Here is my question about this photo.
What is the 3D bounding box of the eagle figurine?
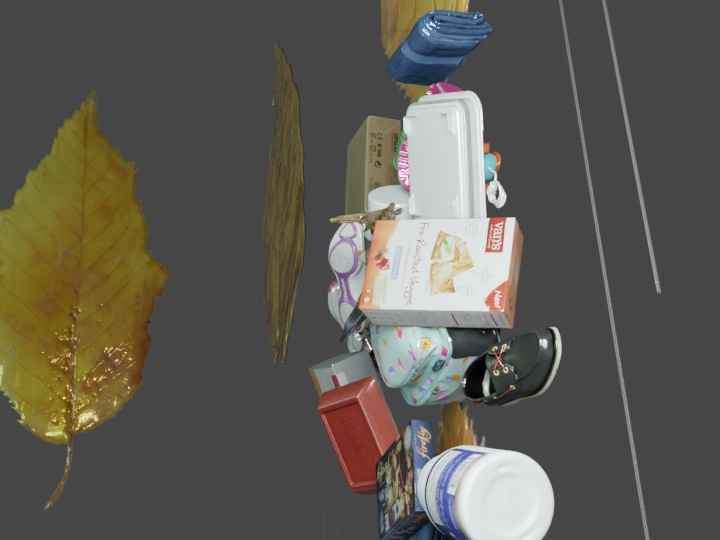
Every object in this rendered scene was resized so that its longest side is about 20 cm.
[{"bbox_3d":[0.035,0.004,1.406,0.151,0.150,0.202,-88,-6,-77],"label":"eagle figurine"}]

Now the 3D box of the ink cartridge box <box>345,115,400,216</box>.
[{"bbox_3d":[0.024,-0.184,1.863,0.165,0.074,0.202,138,135,-71],"label":"ink cartridge box"}]

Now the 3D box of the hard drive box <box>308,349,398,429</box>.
[{"bbox_3d":[-0.017,0.238,1.749,0.157,0.076,0.200,68,162,2],"label":"hard drive box"}]

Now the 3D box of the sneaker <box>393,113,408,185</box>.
[{"bbox_3d":[0.099,-0.186,1.598,0.084,0.073,0.201,116,164,-46],"label":"sneaker"}]

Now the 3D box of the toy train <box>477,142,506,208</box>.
[{"bbox_3d":[0.164,-0.102,1.365,0.200,0.055,0.151,-51,54,54],"label":"toy train"}]

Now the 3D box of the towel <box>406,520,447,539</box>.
[{"bbox_3d":[0.098,0.406,1.417,0.112,0.048,0.202,-126,43,-69],"label":"towel"}]

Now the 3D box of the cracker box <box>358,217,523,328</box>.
[{"bbox_3d":[0.107,0.002,1.224,0.058,0.198,0.135,52,-137,-56],"label":"cracker box"}]

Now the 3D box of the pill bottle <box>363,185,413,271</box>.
[{"bbox_3d":[0.062,-0.029,1.514,0.113,0.112,0.202,-118,23,-64],"label":"pill bottle"}]

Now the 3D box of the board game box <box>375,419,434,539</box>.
[{"bbox_3d":[0.066,0.326,1.406,0.200,0.034,0.137,116,156,-56],"label":"board game box"}]

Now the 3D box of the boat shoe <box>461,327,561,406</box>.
[{"bbox_3d":[0.188,0.124,1.166,0.201,0.063,0.074,128,148,-61],"label":"boat shoe"}]

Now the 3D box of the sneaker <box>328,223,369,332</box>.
[{"bbox_3d":[0.000,0.000,1.603,0.074,0.099,0.202,16,120,37],"label":"sneaker"}]

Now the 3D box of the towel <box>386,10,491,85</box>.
[{"bbox_3d":[0.118,-0.348,1.472,0.200,0.111,0.049,148,120,-71],"label":"towel"}]

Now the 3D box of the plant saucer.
[{"bbox_3d":[0.002,0.296,1.606,0.200,0.037,0.201,-29,83,57],"label":"plant saucer"}]

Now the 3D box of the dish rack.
[{"bbox_3d":[0.114,-0.152,1.342,0.171,0.043,0.202,12,108,60],"label":"dish rack"}]

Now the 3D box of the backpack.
[{"bbox_3d":[0.099,0.099,1.332,0.201,0.152,0.177,102,154,-51],"label":"backpack"}]

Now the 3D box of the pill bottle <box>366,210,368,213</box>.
[{"bbox_3d":[0.040,-0.036,1.679,0.200,0.110,0.112,115,156,-53],"label":"pill bottle"}]

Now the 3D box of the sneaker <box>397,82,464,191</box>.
[{"bbox_3d":[0.114,-0.200,1.494,0.088,0.081,0.201,97,-163,-63],"label":"sneaker"}]

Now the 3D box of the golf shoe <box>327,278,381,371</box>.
[{"bbox_3d":[0.001,0.106,1.761,0.091,0.075,0.201,35,152,61],"label":"golf shoe"}]

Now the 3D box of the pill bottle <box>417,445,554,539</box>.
[{"bbox_3d":[0.144,0.279,1.155,0.200,0.119,0.121,155,120,-73],"label":"pill bottle"}]
